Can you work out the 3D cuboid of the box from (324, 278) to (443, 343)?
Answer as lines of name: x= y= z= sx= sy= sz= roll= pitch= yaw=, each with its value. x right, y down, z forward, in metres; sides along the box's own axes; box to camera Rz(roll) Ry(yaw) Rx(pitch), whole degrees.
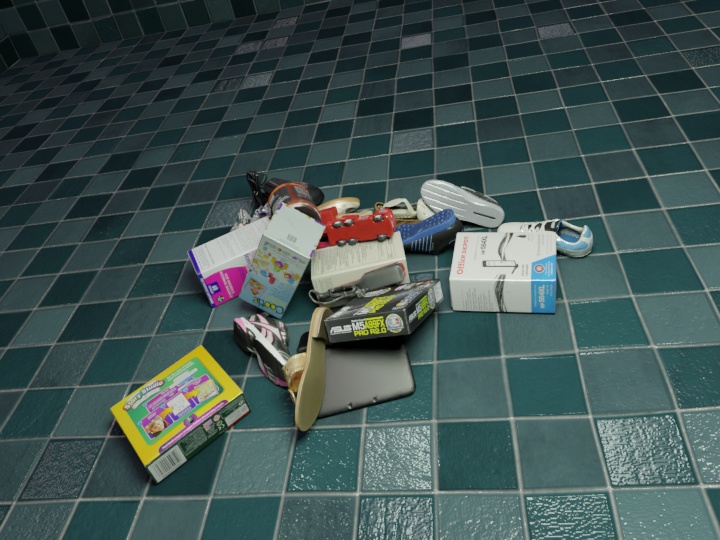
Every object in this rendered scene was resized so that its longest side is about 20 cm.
box: x=0.048 y=0.070 z=1.103 sx=0.157 sy=0.045 sz=0.199 roll=-9 pitch=10 yaw=28

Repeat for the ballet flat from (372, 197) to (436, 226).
ballet flat: x=0.117 y=-0.132 z=1.393 sx=0.196 sy=0.073 sz=0.068 roll=6 pitch=43 yaw=23

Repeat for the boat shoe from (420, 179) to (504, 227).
boat shoe: x=0.227 y=-0.151 z=1.363 sx=0.196 sy=0.073 sz=0.071 roll=23 pitch=25 yaw=-2

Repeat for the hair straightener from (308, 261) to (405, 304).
hair straightener: x=-0.009 y=0.028 z=1.176 sx=0.195 sy=0.042 sz=0.077 roll=-13 pitch=9 yaw=10

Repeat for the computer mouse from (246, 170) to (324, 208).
computer mouse: x=-0.190 y=-0.182 z=1.530 sx=0.195 sy=0.139 sz=0.054 roll=7 pitch=60 yaw=6

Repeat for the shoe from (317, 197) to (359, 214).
shoe: x=-0.093 y=-0.132 z=1.483 sx=0.195 sy=0.055 sz=0.070 roll=-15 pitch=-5 yaw=-4

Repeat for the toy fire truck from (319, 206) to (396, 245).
toy fire truck: x=-0.012 y=-0.103 z=1.310 sx=0.195 sy=0.050 sz=0.141 roll=-8 pitch=21 yaw=17

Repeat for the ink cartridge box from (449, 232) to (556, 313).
ink cartridge box: x=0.277 y=0.001 z=1.177 sx=0.195 sy=0.086 sz=0.148 roll=1 pitch=42 yaw=17

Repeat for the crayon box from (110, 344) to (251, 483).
crayon box: x=-0.325 y=0.251 z=1.095 sx=0.198 sy=0.059 sz=0.171 roll=-35 pitch=42 yaw=-23

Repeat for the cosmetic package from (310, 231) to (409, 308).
cosmetic package: x=0.000 y=0.000 z=1.263 sx=0.195 sy=0.089 sz=0.104 roll=-12 pitch=36 yaw=5

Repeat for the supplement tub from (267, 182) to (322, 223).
supplement tub: x=-0.150 y=-0.131 z=1.348 sx=0.105 sy=0.109 sz=0.201 roll=-19 pitch=27 yaw=-6

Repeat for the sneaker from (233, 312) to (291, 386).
sneaker: x=-0.167 y=0.135 z=1.170 sx=0.085 sy=0.082 sz=0.199 roll=-24 pitch=45 yaw=-29

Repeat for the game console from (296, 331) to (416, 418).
game console: x=-0.010 y=0.168 z=1.125 sx=0.195 sy=0.119 sz=0.176 roll=-13 pitch=9 yaw=0

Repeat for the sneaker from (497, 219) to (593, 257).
sneaker: x=0.378 y=-0.079 z=1.250 sx=0.196 sy=0.073 sz=0.072 roll=11 pitch=47 yaw=30

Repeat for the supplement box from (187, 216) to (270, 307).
supplement box: x=-0.270 y=-0.021 z=1.363 sx=0.197 sy=0.103 sz=0.104 roll=-27 pitch=41 yaw=-14

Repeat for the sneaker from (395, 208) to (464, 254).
sneaker: x=0.134 y=-0.064 z=1.320 sx=0.197 sy=0.078 sz=0.071 roll=-18 pitch=35 yaw=32

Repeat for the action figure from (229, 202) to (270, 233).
action figure: x=-0.273 y=-0.103 z=1.465 sx=0.200 sy=0.070 sz=0.130 roll=-41 pitch=0 yaw=-45

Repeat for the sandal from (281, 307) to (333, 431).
sandal: x=-0.101 y=0.167 z=1.051 sx=0.068 sy=0.078 sz=0.216 roll=0 pitch=64 yaw=26

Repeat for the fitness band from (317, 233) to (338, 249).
fitness band: x=-0.031 y=-0.076 z=1.377 sx=0.197 sy=0.038 sz=0.143 roll=5 pitch=35 yaw=39

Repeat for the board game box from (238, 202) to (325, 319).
board game box: x=-0.160 y=-0.017 z=1.226 sx=0.103 sy=0.201 sz=0.104 roll=27 pitch=44 yaw=-5
